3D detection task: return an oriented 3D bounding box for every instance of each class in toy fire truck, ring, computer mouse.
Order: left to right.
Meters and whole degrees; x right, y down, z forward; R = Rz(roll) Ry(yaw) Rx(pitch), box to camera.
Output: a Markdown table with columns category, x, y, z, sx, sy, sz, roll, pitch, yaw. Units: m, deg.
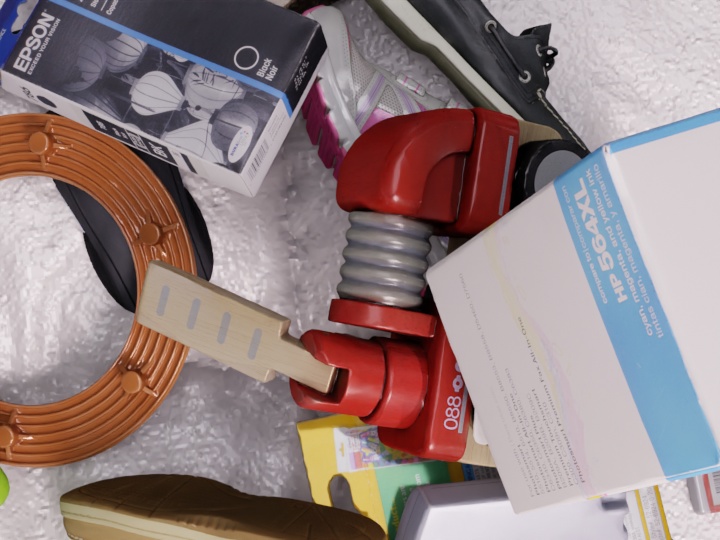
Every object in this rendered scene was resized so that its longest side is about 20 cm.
| category | x | y | z | sx | sy | sz | roll | pitch | yaw |
| --- | --- | --- | --- | --- | --- | --- | --- | --- | --- |
| ring | -0.190 | 0.012 | 0.787 | 0.197 | 0.019 | 0.204 | 0 | 90 | 9 |
| computer mouse | -0.174 | -0.061 | 0.811 | 0.139 | 0.046 | 0.203 | -19 | 84 | -9 |
| toy fire truck | 0.000 | 0.000 | 0.717 | 0.197 | 0.128 | 0.179 | 10 | 88 | -25 |

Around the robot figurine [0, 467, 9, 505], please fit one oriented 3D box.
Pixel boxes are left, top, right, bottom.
| category | x | y | z | sx | sy | sz | roll | pitch | yaw |
| --- | --- | --- | --- | --- | --- | --- | --- | --- | --- |
| robot figurine | -0.283 | 0.127 | 0.738 | 0.173 | 0.116 | 0.203 | -14 | 83 | 2 |

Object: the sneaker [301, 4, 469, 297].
| category | x | y | z | sx | sy | sz | roll | pitch | yaw |
| --- | --- | --- | --- | --- | --- | --- | --- | --- | --- |
| sneaker | 0.030 | -0.072 | 0.819 | 0.088 | 0.081 | 0.202 | -31 | 93 | -10 |

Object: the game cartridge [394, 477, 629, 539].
| category | x | y | z | sx | sy | sz | roll | pitch | yaw |
| --- | --- | --- | --- | --- | --- | --- | --- | --- | --- |
| game cartridge | 0.078 | 0.206 | 0.757 | 0.131 | 0.041 | 0.203 | -5 | 109 | -13 |

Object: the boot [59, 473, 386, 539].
| category | x | y | z | sx | sy | sz | roll | pitch | yaw |
| --- | --- | --- | --- | --- | --- | --- | --- | --- | --- |
| boot | -0.081 | 0.199 | 0.761 | 0.197 | 0.073 | 0.158 | 7 | 102 | 23 |

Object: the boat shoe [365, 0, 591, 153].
| category | x | y | z | sx | sy | sz | roll | pitch | yaw |
| --- | --- | --- | --- | --- | --- | --- | --- | --- | --- |
| boat shoe | 0.082 | -0.129 | 0.817 | 0.199 | 0.075 | 0.066 | 43 | 90 | -7 |

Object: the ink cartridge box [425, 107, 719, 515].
| category | x | y | z | sx | sy | sz | roll | pitch | yaw |
| --- | --- | --- | --- | --- | --- | --- | --- | --- | --- |
| ink cartridge box | 0.127 | 0.020 | 0.607 | 0.127 | 0.200 | 0.127 | -17 | 82 | -25 |

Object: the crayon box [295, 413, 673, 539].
| category | x | y | z | sx | sy | sz | roll | pitch | yaw |
| --- | --- | --- | --- | --- | --- | --- | --- | --- | --- |
| crayon box | 0.070 | 0.127 | 0.802 | 0.197 | 0.052 | 0.128 | -12 | 83 | -7 |

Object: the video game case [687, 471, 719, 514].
| category | x | y | z | sx | sy | sz | roll | pitch | yaw |
| --- | --- | --- | --- | --- | --- | --- | --- | --- | --- |
| video game case | 0.286 | 0.060 | 0.848 | 0.197 | 0.017 | 0.145 | -9 | 82 | -6 |

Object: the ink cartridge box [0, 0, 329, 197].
| category | x | y | z | sx | sy | sz | roll | pitch | yaw |
| --- | --- | --- | --- | --- | --- | --- | --- | --- | --- |
| ink cartridge box | -0.126 | -0.124 | 0.773 | 0.198 | 0.039 | 0.100 | 22 | 77 | 15 |

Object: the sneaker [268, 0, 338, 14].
| category | x | y | z | sx | sy | sz | roll | pitch | yaw |
| --- | --- | --- | --- | --- | --- | --- | --- | --- | --- |
| sneaker | -0.043 | -0.192 | 0.831 | 0.199 | 0.071 | 0.076 | -38 | 80 | -11 |
